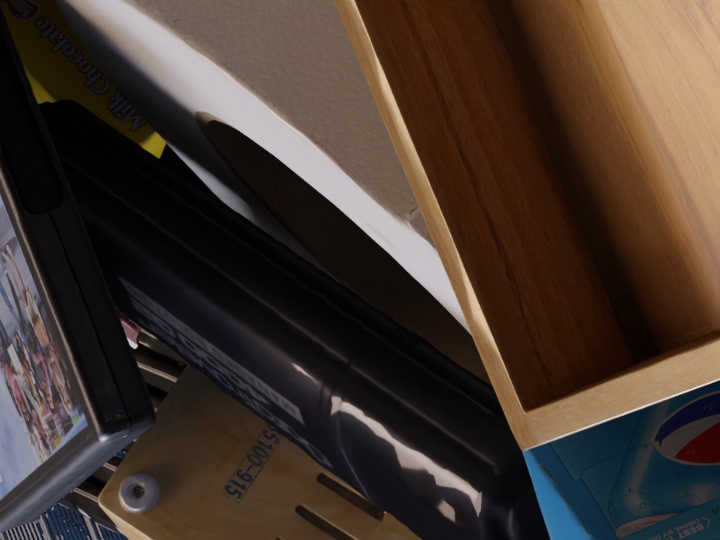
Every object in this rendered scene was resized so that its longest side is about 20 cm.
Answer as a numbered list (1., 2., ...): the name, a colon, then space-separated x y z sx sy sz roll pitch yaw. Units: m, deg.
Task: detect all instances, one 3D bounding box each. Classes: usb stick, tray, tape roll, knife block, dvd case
1. usb stick: -0.018 0.016 0.679 0.200 0.033 0.056 34 161 40
2. tray: 0.028 -0.078 0.487 0.099 0.037 0.201 -26 86 55
3. tape roll: 0.013 -0.011 0.665 0.203 0.037 0.203 42 172 7
4. knife block: 0.001 0.082 0.792 0.200 0.064 0.176 31 169 17
5. dvd case: -0.108 -0.039 0.724 0.201 0.017 0.143 69 158 7

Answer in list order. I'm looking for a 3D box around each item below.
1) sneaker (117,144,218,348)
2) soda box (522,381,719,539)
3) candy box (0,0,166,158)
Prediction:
1. sneaker: 0.000 0.000 0.843 0.200 0.076 0.116 30 154 5
2. soda box: 0.096 0.114 0.598 0.064 0.068 0.201 -123 12 -62
3. candy box: -0.112 -0.031 0.841 0.102 0.026 0.200 43 153 6
